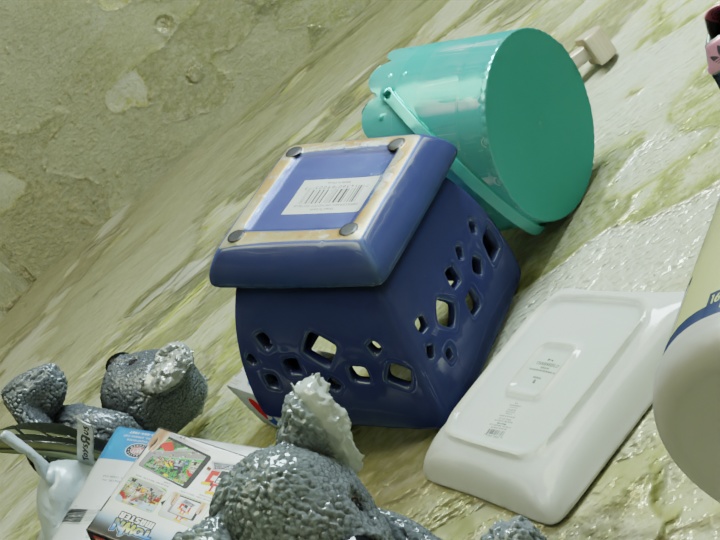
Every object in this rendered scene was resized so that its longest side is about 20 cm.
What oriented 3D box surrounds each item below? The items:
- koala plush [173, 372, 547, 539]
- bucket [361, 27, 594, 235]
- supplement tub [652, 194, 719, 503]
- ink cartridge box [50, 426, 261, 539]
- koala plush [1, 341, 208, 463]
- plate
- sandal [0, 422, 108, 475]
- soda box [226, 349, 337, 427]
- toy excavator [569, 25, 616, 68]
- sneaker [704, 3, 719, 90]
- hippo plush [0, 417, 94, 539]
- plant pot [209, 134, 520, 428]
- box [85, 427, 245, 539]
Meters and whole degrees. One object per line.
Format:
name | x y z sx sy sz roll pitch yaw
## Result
koala plush | -0.016 0.177 0.716 0.178 0.200 0.184 -51 24 -22
bucket | 0.115 -0.125 1.155 0.134 0.207 0.207 -6 39 43
supplement tub | 0.240 0.017 0.626 0.145 0.145 0.200 -26 25 46
ink cartridge box | -0.174 0.236 1.048 0.144 0.085 0.200 7 36 12
koala plush | -0.258 0.164 1.392 0.200 0.184 0.178 -37 -21 -15
plate | 0.140 0.081 0.900 0.200 0.032 0.199 -49 18 -15
sandal | -0.284 0.198 1.259 0.080 0.200 0.058 -128 52 -83
soda box | -0.063 0.119 1.224 0.068 0.064 0.200 -48 17 -15
toy excavator | 0.180 -0.185 1.356 0.194 0.100 0.200 -33 11 28
sneaker | 0.330 -0.208 1.062 0.070 0.082 0.200 -35 19 29
hippo plush | -0.243 0.264 1.177 0.159 0.201 0.161 -8 43 -5
plant pot | 0.000 0.000 1.059 0.199 0.180 0.200 -1 40 32
box | -0.102 0.199 0.971 0.199 0.035 0.110 14 49 24
